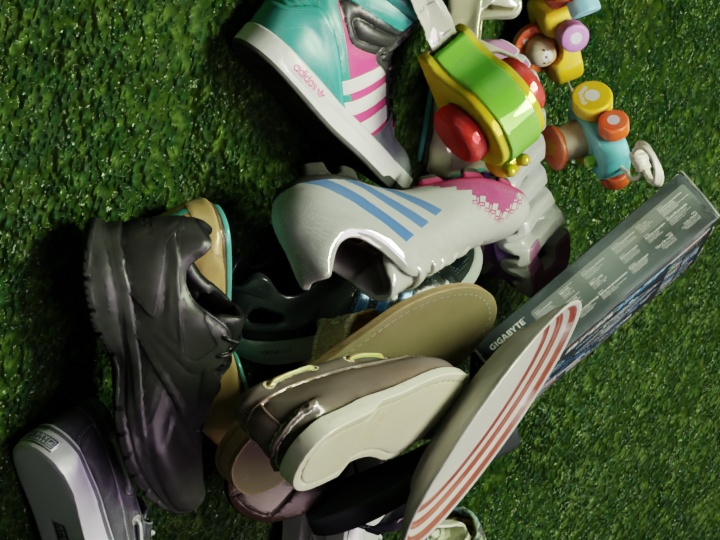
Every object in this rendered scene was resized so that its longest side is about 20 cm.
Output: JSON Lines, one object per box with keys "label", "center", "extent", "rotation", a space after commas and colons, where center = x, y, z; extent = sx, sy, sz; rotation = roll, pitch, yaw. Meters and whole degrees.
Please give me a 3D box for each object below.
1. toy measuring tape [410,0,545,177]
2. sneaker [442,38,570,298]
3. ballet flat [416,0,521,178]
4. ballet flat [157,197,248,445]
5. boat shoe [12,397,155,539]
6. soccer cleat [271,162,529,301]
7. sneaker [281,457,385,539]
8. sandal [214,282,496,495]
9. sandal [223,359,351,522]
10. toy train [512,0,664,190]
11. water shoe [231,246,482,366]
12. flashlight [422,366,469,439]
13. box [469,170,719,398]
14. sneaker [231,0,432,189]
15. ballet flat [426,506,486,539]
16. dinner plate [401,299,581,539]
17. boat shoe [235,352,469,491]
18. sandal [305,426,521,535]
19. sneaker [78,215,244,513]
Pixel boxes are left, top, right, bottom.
{"label": "toy measuring tape", "center": [0.072, -0.128, 1.385], "extent": [0.074, 0.074, 0.200], "rotation": [-50, 138, -25]}
{"label": "sneaker", "center": [0.088, -0.072, 1.587], "extent": [0.080, 0.088, 0.200], "rotation": [-44, 131, -44]}
{"label": "ballet flat", "center": [0.079, -0.160, 1.492], "extent": [0.069, 0.069, 0.200], "rotation": [11, 83, -57]}
{"label": "ballet flat", "center": [-0.109, 0.043, 1.407], "extent": [0.063, 0.069, 0.200], "rotation": [-17, 124, -16]}
{"label": "boat shoe", "center": [-0.161, 0.168, 1.389], "extent": [0.068, 0.072, 0.200], "rotation": [-39, 130, -35]}
{"label": "soccer cleat", "center": [0.030, -0.017, 1.428], "extent": [0.200, 0.086, 0.070], "rotation": [1, 154, -35]}
{"label": "sneaker", "center": [-0.019, 0.214, 1.612], "extent": [0.080, 0.076, 0.200], "rotation": [-12, 119, -58]}
{"label": "sandal", "center": [-0.016, 0.057, 1.415], "extent": [0.212, 0.070, 0.078], "rotation": [-35, 135, -18]}
{"label": "sandal", "center": [-0.037, 0.084, 1.525], "extent": [0.082, 0.055, 0.200], "rotation": [27, 68, -19]}
{"label": "toy train", "center": [0.148, -0.144, 1.577], "extent": [0.056, 0.150, 0.200], "rotation": [-20, 94, -8]}
{"label": "water shoe", "center": [0.000, 0.000, 1.478], "extent": [0.200, 0.071, 0.079], "rotation": [-23, 128, -28]}
{"label": "flashlight", "center": [0.049, 0.088, 1.570], "extent": [0.200, 0.068, 0.068], "rotation": [21, 91, -82]}
{"label": "box", "center": [0.168, 0.024, 1.616], "extent": [0.200, 0.046, 0.159], "rotation": [-40, 169, -6]}
{"label": "sneaker", "center": [0.005, -0.139, 1.436], "extent": [0.121, 0.084, 0.200], "rotation": [-52, 144, -6]}
{"label": "ballet flat", "center": [0.032, 0.234, 1.707], "extent": [0.200, 0.074, 0.074], "rotation": [-24, 128, -54]}
{"label": "dinner plate", "center": [0.081, 0.097, 1.450], "extent": [0.200, 0.024, 0.200], "rotation": [-50, 166, -17]}
{"label": "boat shoe", "center": [-0.002, 0.080, 1.336], "extent": [0.200, 0.060, 0.072], "rotation": [-16, 141, -57]}
{"label": "sandal", "center": [0.046, 0.151, 1.549], "extent": [0.200, 0.076, 0.043], "rotation": [-20, 97, -43]}
{"label": "sneaker", "center": [-0.110, 0.058, 1.332], "extent": [0.076, 0.091, 0.200], "rotation": [-102, -178, -63]}
